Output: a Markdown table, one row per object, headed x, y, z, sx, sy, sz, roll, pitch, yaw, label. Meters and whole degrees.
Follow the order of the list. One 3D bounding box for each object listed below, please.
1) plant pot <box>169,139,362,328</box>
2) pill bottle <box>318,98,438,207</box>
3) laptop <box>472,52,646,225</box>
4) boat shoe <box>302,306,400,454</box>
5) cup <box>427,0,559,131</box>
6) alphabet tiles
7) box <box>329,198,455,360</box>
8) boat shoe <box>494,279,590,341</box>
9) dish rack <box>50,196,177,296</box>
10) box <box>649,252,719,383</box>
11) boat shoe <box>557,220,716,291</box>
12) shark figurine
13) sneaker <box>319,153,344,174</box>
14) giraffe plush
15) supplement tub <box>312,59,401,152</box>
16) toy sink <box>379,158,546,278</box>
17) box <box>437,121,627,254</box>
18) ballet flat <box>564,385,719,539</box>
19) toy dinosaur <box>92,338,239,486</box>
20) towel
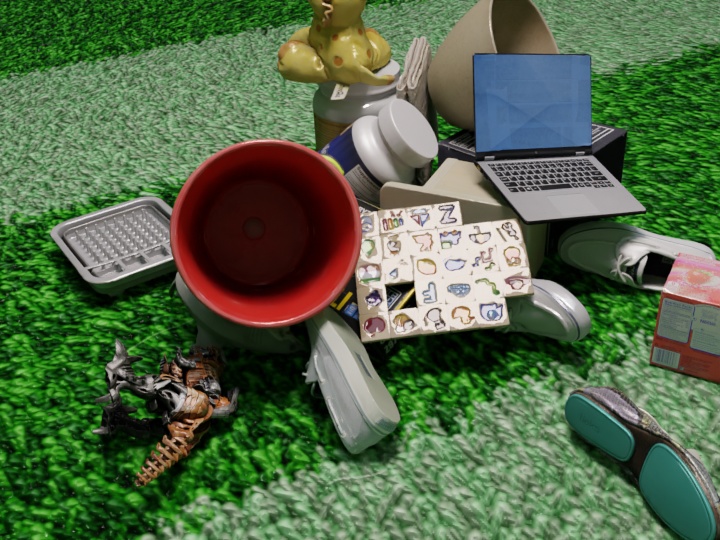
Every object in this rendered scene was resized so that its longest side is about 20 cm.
| x | y | z | sx | sy | sz | roll | pitch | yaw | label |
| --- | --- | --- | --- | --- | --- | --- | --- | --- | --- |
| -0.112 | -0.043 | 0.952 | 0.198 | 0.202 | 0.177 | -10 | 6 | -11 | plant pot |
| 0.004 | -0.140 | 1.169 | 0.199 | 0.116 | 0.116 | -35 | 17 | 32 | pill bottle |
| 0.245 | -0.166 | 1.040 | 0.186 | 0.117 | 0.201 | -7 | 43 | -24 | laptop |
| -0.028 | 0.109 | 0.903 | 0.071 | 0.070 | 0.201 | -42 | 44 | 10 | boat shoe |
| 0.179 | -0.273 | 1.187 | 0.142 | 0.201 | 0.200 | -18 | 19 | 39 | cup |
| 0.092 | -0.005 | 0.970 | 0.198 | 0.008 | 0.169 | -7 | 61 | 2 | alphabet tiles |
| 0.000 | 0.000 | 1.044 | 0.199 | 0.049 | 0.160 | 28 | 72 | 39 | box |
| 0.175 | 0.045 | 0.997 | 0.065 | 0.074 | 0.199 | -35 | 34 | -27 | boat shoe |
| -0.323 | -0.032 | 1.181 | 0.171 | 0.044 | 0.200 | -23 | 38 | -27 | dish rack |
| 0.430 | 0.063 | 0.920 | 0.198 | 0.103 | 0.095 | 14 | 36 | 26 | box |
| 0.350 | -0.014 | 1.073 | 0.198 | 0.074 | 0.065 | 6 | 29 | 15 | boat shoe |
| -0.185 | 0.057 | 1.007 | 0.214 | 0.090 | 0.128 | 31 | 11 | 30 | shark figurine |
| -0.109 | -0.075 | 1.120 | 0.074 | 0.200 | 0.081 | 45 | 26 | -7 | sneaker |
| -0.035 | -0.347 | 1.163 | 0.171 | 0.163 | 0.201 | -7 | 32 | -6 | giraffe plush |
| 0.002 | -0.210 | 1.285 | 0.143 | 0.202 | 0.145 | -2 | 33 | 1 | supplement tub |
| 0.139 | -0.064 | 1.116 | 0.198 | 0.131 | 0.112 | 11 | 35 | 23 | toy sink |
| 0.248 | -0.142 | 1.233 | 0.198 | 0.124 | 0.199 | 26 | 43 | 37 | box |
| 0.279 | 0.173 | 0.797 | 0.071 | 0.073 | 0.200 | -17 | 37 | -22 | ballet flat |
| -0.197 | 0.135 | 0.873 | 0.134 | 0.103 | 0.200 | 14 | 11 | -4 | toy dinosaur |
| 0.085 | -0.226 | 1.242 | 0.034 | 0.201 | 0.133 | 4 | 47 | 15 | towel |
